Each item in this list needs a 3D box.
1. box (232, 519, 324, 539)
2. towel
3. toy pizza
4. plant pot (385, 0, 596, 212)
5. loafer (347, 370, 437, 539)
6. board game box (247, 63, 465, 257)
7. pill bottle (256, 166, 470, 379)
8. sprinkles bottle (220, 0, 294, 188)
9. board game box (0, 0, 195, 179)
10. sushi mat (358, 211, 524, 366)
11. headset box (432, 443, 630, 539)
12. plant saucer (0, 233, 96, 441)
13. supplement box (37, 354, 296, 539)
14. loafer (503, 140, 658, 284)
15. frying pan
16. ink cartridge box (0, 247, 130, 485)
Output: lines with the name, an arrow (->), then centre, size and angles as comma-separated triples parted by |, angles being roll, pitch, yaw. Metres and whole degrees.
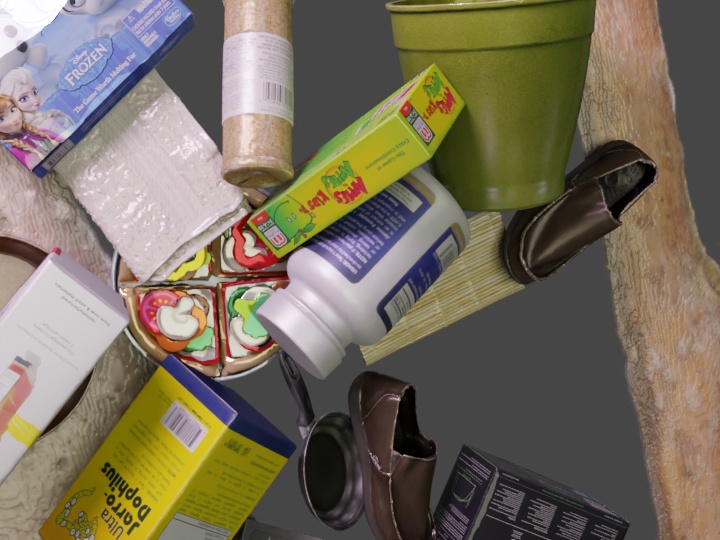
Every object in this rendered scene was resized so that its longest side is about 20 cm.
box -> -0.048, 0.350, 0.930 | 0.198, 0.048, 0.160 | 19, 66, -17
towel -> -0.205, -0.098, 0.867 | 0.132, 0.034, 0.201 | -39, 92, -10
toy pizza -> -0.140, 0.010, 0.912 | 0.198, 0.032, 0.203 | -1, 95, -16
plant pot -> 0.129, -0.164, 0.902 | 0.198, 0.200, 0.195 | -9, 109, -14
loafer -> 0.042, 0.200, 0.946 | 0.073, 0.070, 0.202 | -26, 104, -51
board game box -> -0.006, -0.095, 0.845 | 0.048, 0.199, 0.102 | 49, 40, -13
pill bottle -> 0.000, 0.000, 0.895 | 0.200, 0.120, 0.120 | -46, 105, -14
sprinkles bottle -> -0.094, -0.180, 0.861 | 0.067, 0.068, 0.202 | 3, 77, -16
board game box -> -0.285, -0.223, 0.827 | 0.199, 0.043, 0.200 | 44, 83, -2
sushi mat -> 0.076, 0.015, 0.983 | 0.198, 0.012, 0.097 | -25, 100, -12
headset box -> 0.156, 0.315, 0.990 | 0.173, 0.093, 0.202 | 23, 89, -17
plant saucer -> -0.341, 0.065, 0.860 | 0.198, 0.034, 0.203 | -1, 95, -15
supplement box -> -0.174, 0.200, 0.859 | 0.201, 0.109, 0.109 | -54, 144, -6
loafer -> 0.229, -0.064, 0.976 | 0.200, 0.071, 0.073 | -45, 111, -9
frying pan -> -0.046, 0.177, 0.912 | 0.190, 0.031, 0.116 | 48, 44, -38
ink cartridge box -> -0.288, 0.087, 0.786 | 0.083, 0.145, 0.201 | 40, 84, -17
